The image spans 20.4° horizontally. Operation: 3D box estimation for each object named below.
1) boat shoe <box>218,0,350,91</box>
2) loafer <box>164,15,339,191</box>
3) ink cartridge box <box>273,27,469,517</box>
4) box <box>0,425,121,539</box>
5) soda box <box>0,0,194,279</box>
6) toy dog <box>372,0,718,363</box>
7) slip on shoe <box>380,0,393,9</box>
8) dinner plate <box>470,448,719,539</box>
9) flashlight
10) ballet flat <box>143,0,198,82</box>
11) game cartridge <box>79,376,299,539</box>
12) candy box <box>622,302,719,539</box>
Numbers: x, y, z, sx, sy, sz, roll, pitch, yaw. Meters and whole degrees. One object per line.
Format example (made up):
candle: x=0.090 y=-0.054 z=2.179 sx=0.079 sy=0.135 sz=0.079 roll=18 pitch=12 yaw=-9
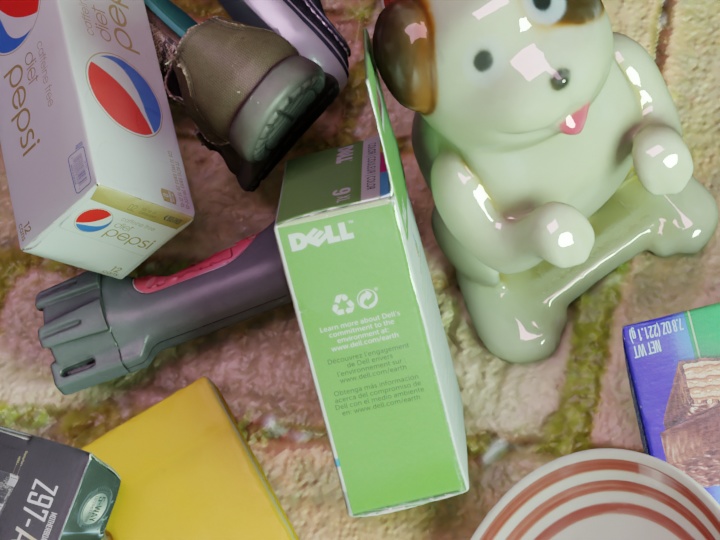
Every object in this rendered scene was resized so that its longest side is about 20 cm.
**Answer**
boat shoe: x=-0.048 y=-0.186 z=1.112 sx=0.091 sy=0.071 sz=0.200 roll=-37 pitch=63 yaw=-7
loafer: x=-0.057 y=-0.093 z=0.997 sx=0.071 sy=0.200 sz=0.073 roll=41 pitch=84 yaw=1
ink cartridge box: x=0.000 y=0.000 z=0.935 sx=0.059 sy=0.202 sz=0.104 roll=-12 pitch=19 yaw=6
box: x=-0.224 y=0.167 z=0.973 sx=0.159 sy=0.044 sz=0.202 roll=12 pitch=72 yaw=21
soda box: x=-0.147 y=-0.100 z=1.031 sx=0.064 sy=0.068 sz=0.201 roll=-36 pitch=55 yaw=31
toy dog: x=0.081 y=-0.084 z=0.961 sx=0.139 sy=0.200 sz=0.195 roll=-26 pitch=63 yaw=0
slip on shoe: x=0.048 y=-0.209 z=1.106 sx=0.073 sy=0.061 sz=0.202 roll=5 pitch=68 yaw=14
dinner plate: x=0.107 y=0.180 z=0.885 sx=0.199 sy=0.024 sz=0.202 roll=-18 pitch=65 yaw=44
flashlight: x=-0.070 y=-0.003 z=1.039 sx=0.198 sy=0.068 sz=0.069 roll=-19 pitch=96 yaw=9
ballet flat: x=-0.137 y=-0.149 z=1.128 sx=0.075 sy=0.068 sz=0.201 roll=-45 pitch=56 yaw=15
game cartridge: x=-0.105 y=0.178 z=0.982 sx=0.175 sy=0.032 sz=0.201 roll=-30 pitch=65 yaw=-2
candy box: x=0.221 y=0.107 z=0.908 sx=0.168 sy=0.077 sz=0.202 roll=-14 pitch=64 yaw=8
